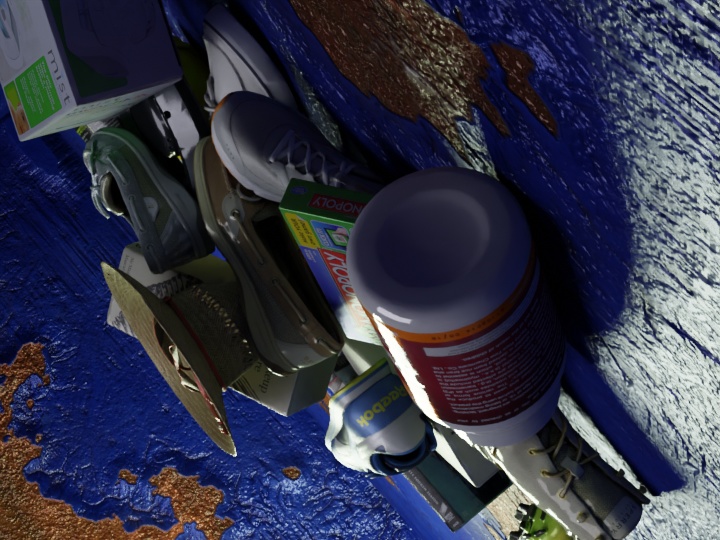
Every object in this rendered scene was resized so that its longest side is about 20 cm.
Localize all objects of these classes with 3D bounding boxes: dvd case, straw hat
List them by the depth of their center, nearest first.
[{"bbox_3d":[-0.121,0.052,1.293,0.201,0.085,0.201,51,166,18],"label":"straw hat"},{"bbox_3d":[0.063,0.149,1.555,0.200,0.022,0.146,48,-148,12],"label":"dvd case"}]

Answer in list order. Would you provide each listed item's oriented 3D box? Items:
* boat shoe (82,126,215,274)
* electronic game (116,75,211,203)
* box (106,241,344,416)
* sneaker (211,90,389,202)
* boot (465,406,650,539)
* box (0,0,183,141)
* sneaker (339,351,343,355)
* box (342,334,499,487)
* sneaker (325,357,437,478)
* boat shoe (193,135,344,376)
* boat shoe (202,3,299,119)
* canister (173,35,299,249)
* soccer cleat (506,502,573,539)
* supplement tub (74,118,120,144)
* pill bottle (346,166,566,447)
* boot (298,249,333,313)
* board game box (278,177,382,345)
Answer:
[{"bbox_3d":[-0.198,-0.062,1.388,0.202,0.065,0.075,43,156,42],"label":"boat shoe"},{"bbox_3d":[-0.172,-0.136,1.377,0.200,0.042,0.200,51,160,26],"label":"electronic game"},{"bbox_3d":[-0.118,0.045,1.384,0.200,0.082,0.068,24,-160,24],"label":"box"},{"bbox_3d":[-0.023,-0.070,1.214,0.200,0.076,0.092,40,162,-15],"label":"sneaker"},{"bbox_3d":[0.149,0.136,1.190,0.155,0.072,0.200,45,165,13],"label":"boot"},{"bbox_3d":[-0.233,-0.219,1.251,0.176,0.097,0.200,-8,100,65],"label":"box"},{"bbox_3d":[0.021,0.107,1.706,0.200,0.077,0.085,51,176,2],"label":"sneaker"},{"bbox_3d":[0.062,0.095,1.428,0.200,0.078,0.095,41,167,48],"label":"box"},{"bbox_3d":[0.020,0.144,1.359,0.082,0.074,0.200,47,169,16],"label":"sneaker"},{"bbox_3d":[-0.072,-0.019,1.260,0.073,0.063,0.201,1,-112,-63],"label":"boat shoe"},{"bbox_3d":[-0.096,-0.134,1.302,0.072,0.066,0.200,46,170,28],"label":"boat shoe"},{"bbox_3d":[-0.129,-0.115,1.494,0.200,0.087,0.149,42,166,35],"label":"canister"},{"bbox_3d":[0.193,0.247,1.523,0.084,0.065,0.200,20,164,2],"label":"soccer cleat"},{"bbox_3d":[-0.238,-0.161,1.727,0.200,0.122,0.123,51,171,-6],"label":"supplement tub"},{"bbox_3d":[0.069,0.033,1.014,0.113,0.113,0.200,44,169,35],"label":"pill bottle"},{"bbox_3d":[-0.085,0.014,1.515,0.188,0.068,0.200,56,-153,2],"label":"boot"},{"bbox_3d":[0.030,0.007,1.186,0.134,0.029,0.200,12,154,22],"label":"board game box"}]
